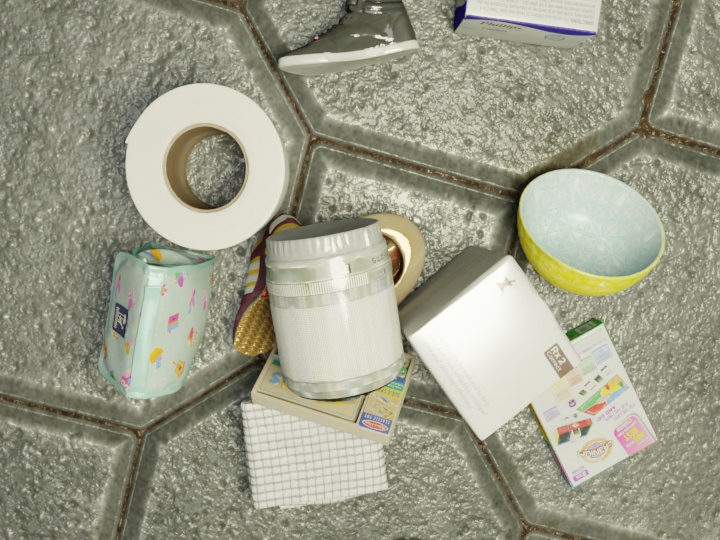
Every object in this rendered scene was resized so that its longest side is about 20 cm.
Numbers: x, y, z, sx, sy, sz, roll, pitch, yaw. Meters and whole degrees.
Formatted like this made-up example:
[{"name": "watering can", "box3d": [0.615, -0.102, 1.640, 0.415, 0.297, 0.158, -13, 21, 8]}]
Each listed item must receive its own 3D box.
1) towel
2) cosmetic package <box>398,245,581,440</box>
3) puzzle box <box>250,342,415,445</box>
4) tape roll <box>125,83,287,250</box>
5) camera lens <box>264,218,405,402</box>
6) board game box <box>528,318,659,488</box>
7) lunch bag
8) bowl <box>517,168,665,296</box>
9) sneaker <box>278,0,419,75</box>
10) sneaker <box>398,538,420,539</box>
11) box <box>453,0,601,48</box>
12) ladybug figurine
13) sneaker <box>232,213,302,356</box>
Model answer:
[{"name": "towel", "box3d": [-0.067, 0.245, 1.006, 0.195, 0.086, 0.169, -8, 98, -4]}, {"name": "cosmetic package", "box3d": [0.156, 0.086, 0.940, 0.164, 0.200, 0.166, -37, 97, -1]}, {"name": "puzzle box", "box3d": [-0.035, 0.148, 0.954, 0.196, 0.134, 0.026, 14, 140, 12]}, {"name": "tape roll", "box3d": [-0.194, -0.134, 0.926, 0.198, 0.139, 0.208, 0, 96, -3]}, {"name": "camera lens", "box3d": [-0.032, 0.048, 0.872, 0.156, 0.160, 0.204, -9, 100, -2]}, {"name": "board game box", "box3d": [0.332, 0.198, 1.044, 0.151, 0.040, 0.203, -27, 97, 0]}, {"name": "lunch bag", "box3d": [-0.266, 0.060, 0.913, 0.119, 0.200, 0.174, 12, 97, -5]}, {"name": "bowl", "box3d": [0.304, -0.033, 0.972, 0.195, 0.203, 0.109, 3, 139, -4]}, {"name": "sneaker", "box3d": [-0.023, -0.330, 0.953, 0.196, 0.071, 0.101, -14, 95, -8]}, {"name": "sneaker", "box3d": [0.041, 0.456, 1.048, 0.196, 0.071, 0.082, -5, 106, 3]}, {"name": "box", "box3d": [0.227, -0.419, 0.938, 0.180, 0.105, 0.205, 6, 95, -4]}, {"name": "ladybug figurine", "box3d": [0.000, 0.000, 0.986, 0.198, 0.072, 0.137, -34, 99, 2]}, {"name": "sneaker", "box3d": [-0.127, 0.020, 0.980, 0.074, 0.090, 0.203, 20, 104, -27]}]
